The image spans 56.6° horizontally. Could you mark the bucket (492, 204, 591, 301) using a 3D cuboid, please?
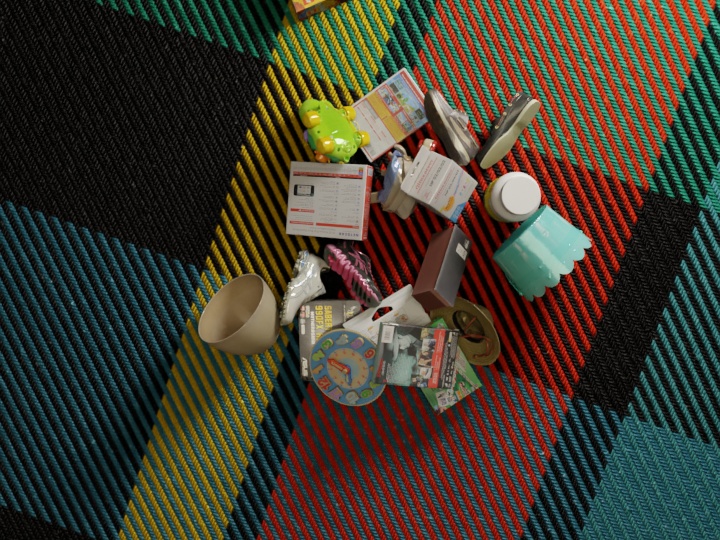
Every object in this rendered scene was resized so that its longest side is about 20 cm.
[{"bbox_3d":[0.417,-0.044,1.560,0.207,0.207,0.135,-45,88,4],"label":"bucket"}]

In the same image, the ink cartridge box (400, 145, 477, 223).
[{"bbox_3d":[0.185,-0.198,1.557,0.068,0.200,0.115,31,95,33],"label":"ink cartridge box"}]

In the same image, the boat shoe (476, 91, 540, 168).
[{"bbox_3d":[0.346,-0.337,1.613,0.063,0.074,0.202,42,103,28],"label":"boat shoe"}]

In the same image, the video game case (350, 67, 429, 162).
[{"bbox_3d":[0.066,-0.381,1.644,0.200,0.017,0.143,-35,91,4],"label":"video game case"}]

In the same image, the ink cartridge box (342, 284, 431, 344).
[{"bbox_3d":[0.076,0.155,1.633,0.199,0.044,0.174,-30,97,-8],"label":"ink cartridge box"}]

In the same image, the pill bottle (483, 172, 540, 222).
[{"bbox_3d":[0.353,-0.169,1.551,0.112,0.200,0.113,0,93,2],"label":"pill bottle"}]

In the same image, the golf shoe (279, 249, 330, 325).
[{"bbox_3d":[-0.132,0.049,1.619,0.097,0.078,0.201,21,67,-6],"label":"golf shoe"}]

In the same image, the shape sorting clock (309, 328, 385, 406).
[{"bbox_3d":[-0.031,0.235,1.601,0.199,0.039,0.201,8,113,20],"label":"shape sorting clock"}]

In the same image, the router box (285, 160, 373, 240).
[{"bbox_3d":[-0.077,-0.169,1.623,0.199,0.049,0.180,6,94,17],"label":"router box"}]

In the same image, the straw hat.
[{"bbox_3d":[0.273,0.127,1.626,0.085,0.201,0.201,-36,91,-36],"label":"straw hat"}]

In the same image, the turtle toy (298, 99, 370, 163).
[{"bbox_3d":[-0.079,-0.335,1.600,0.145,0.101,0.201,-17,70,-35],"label":"turtle toy"}]

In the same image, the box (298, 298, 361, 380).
[{"bbox_3d":[-0.073,0.171,1.666,0.158,0.048,0.201,-1,93,3],"label":"box"}]

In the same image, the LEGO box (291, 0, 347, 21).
[{"bbox_3d":[-0.119,-0.729,1.603,0.148,0.077,0.201,-22,92,3],"label":"LEGO box"}]

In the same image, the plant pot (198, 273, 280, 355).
[{"bbox_3d":[-0.272,0.127,1.619,0.200,0.200,0.135,-38,125,4],"label":"plant pot"}]

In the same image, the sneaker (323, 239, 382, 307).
[{"bbox_3d":[0.000,0.000,1.619,0.095,0.079,0.200,-25,66,-33],"label":"sneaker"}]

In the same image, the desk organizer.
[{"bbox_3d":[0.195,-0.005,1.598,0.072,0.077,0.201,42,52,-27],"label":"desk organizer"}]

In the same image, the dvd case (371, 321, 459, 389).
[{"bbox_3d":[0.131,0.201,1.571,0.199,0.022,0.147,6,94,-19],"label":"dvd case"}]

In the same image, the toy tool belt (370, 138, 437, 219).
[{"bbox_3d":[0.094,-0.233,1.596,0.122,0.125,0.201,22,113,7],"label":"toy tool belt"}]

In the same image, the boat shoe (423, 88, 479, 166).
[{"bbox_3d":[0.221,-0.352,1.613,0.073,0.074,0.200,-35,107,-14],"label":"boat shoe"}]

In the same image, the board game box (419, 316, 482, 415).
[{"bbox_3d":[0.189,0.232,1.621,0.134,0.029,0.200,-32,99,-6],"label":"board game box"}]
